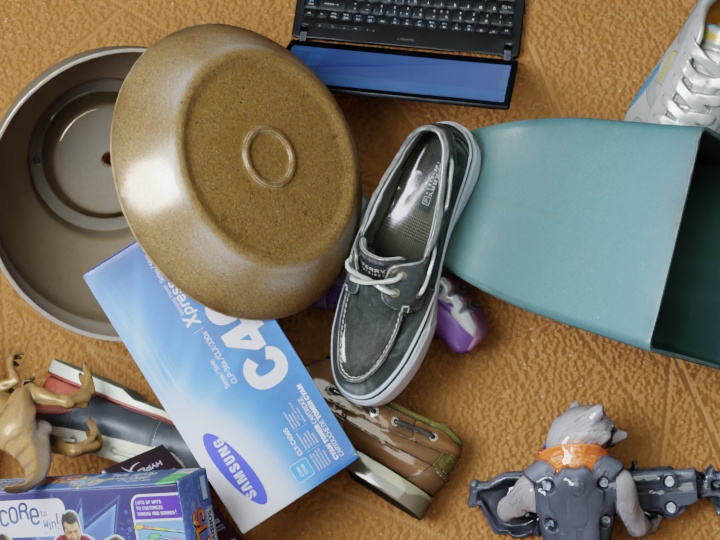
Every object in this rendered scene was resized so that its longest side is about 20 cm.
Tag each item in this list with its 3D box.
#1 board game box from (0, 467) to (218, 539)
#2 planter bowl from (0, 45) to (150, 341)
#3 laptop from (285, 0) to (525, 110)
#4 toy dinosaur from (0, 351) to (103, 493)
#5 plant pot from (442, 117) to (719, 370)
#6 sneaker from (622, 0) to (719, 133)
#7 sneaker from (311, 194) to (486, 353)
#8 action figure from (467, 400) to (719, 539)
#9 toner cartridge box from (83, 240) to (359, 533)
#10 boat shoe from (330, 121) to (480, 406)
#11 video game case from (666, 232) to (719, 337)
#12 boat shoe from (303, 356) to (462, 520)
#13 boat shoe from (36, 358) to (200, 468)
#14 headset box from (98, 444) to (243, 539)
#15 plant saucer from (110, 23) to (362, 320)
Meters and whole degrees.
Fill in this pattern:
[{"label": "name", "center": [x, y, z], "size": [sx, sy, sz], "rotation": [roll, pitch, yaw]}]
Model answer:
[{"label": "board game box", "center": [-0.178, 0.200, 1.092], "size": [0.199, 0.034, 0.137], "rotation": [-6, 96, 29]}, {"label": "planter bowl", "center": [-0.169, -0.066, 1.197], "size": [0.198, 0.135, 0.202], "rotation": [-5, 108, -15]}, {"label": "laptop", "center": [0.033, -0.205, 1.250], "size": [0.176, 0.103, 0.202], "rotation": [6, 77, 6]}, {"label": "toy dinosaur", "center": [-0.222, 0.108, 1.132], "size": [0.106, 0.061, 0.200], "rotation": [-8, 28, -30]}, {"label": "plant pot", "center": [0.157, -0.026, 1.155], "size": [0.199, 0.141, 0.143], "rotation": [13, 89, 38]}, {"label": "sneaker", "center": [0.243, -0.137, 1.229], "size": [0.076, 0.081, 0.201], "rotation": [25, 81, 8]}, {"label": "sneaker", "center": [0.000, 0.000, 1.221], "size": [0.200, 0.080, 0.089], "rotation": [40, 95, 10]}, {"label": "action figure", "center": [0.177, 0.182, 1.148], "size": [0.198, 0.105, 0.195], "rotation": [-12, 85, 4]}, {"label": "toner cartridge box", "center": [-0.092, 0.063, 1.131], "size": [0.095, 0.043, 0.201], "rotation": [-32, 94, -4]}, {"label": "boat shoe", "center": [0.018, -0.007, 1.137], "size": [0.072, 0.071, 0.202], "rotation": [18, 94, 25]}, {"label": "video game case", "center": [0.344, 0.010, 1.171], "size": [0.199, 0.045, 0.182], "rotation": [34, 101, 10]}, {"label": "boat shoe", "center": [-0.022, 0.094, 1.203], "size": [0.199, 0.072, 0.068], "rotation": [34, 79, 1]}, {"label": "boat shoe", "center": [-0.143, 0.127, 1.201], "size": [0.199, 0.071, 0.063], "rotation": [22, 85, 11]}, {"label": "headset box", "center": [-0.128, 0.244, 1.136], "size": [0.200, 0.075, 0.149], "rotation": [47, 116, 14]}, {"label": "plant saucer", "center": [-0.068, -0.069, 1.110], "size": [0.199, 0.035, 0.202], "rotation": [11, 71, -36]}]
